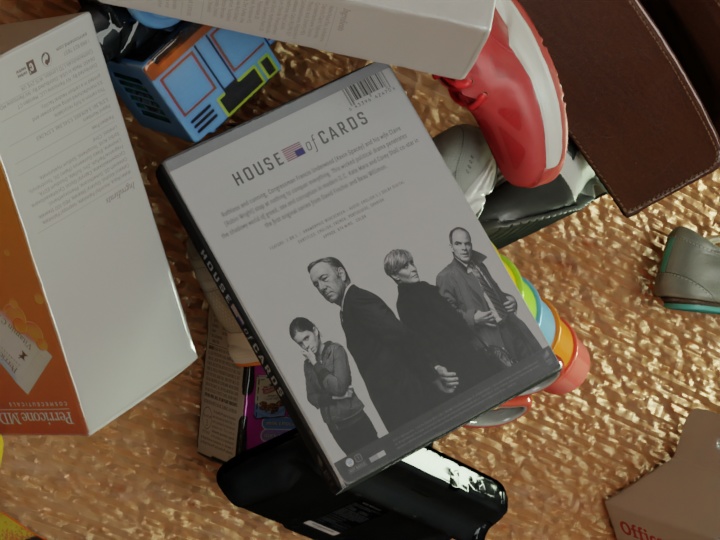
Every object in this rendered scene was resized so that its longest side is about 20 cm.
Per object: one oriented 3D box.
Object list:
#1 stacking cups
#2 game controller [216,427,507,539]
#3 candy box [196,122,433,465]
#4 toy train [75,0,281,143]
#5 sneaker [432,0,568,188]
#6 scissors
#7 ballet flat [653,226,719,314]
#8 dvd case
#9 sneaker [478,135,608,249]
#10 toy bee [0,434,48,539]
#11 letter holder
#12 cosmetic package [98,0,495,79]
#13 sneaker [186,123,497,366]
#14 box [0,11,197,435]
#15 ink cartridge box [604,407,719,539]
[{"bbox_3d":[0.095,0.031,1.471,0.200,0.060,0.061,32,78,-59],"label":"stacking cups"},{"bbox_3d":[0.004,0.130,1.429,0.200,0.104,0.042,31,49,-52],"label":"game controller"},{"bbox_3d":[-0.019,0.017,1.445,0.136,0.061,0.201,4,95,-32],"label":"candy box"},{"bbox_3d":[-0.070,-0.167,1.334,0.200,0.087,0.114,-45,123,-17],"label":"toy train"},{"bbox_3d":[0.032,-0.123,1.334,0.115,0.078,0.201,-27,101,-24],"label":"sneaker"},{"bbox_3d":[0.046,0.070,1.423,0.200,0.073,0.014,3,55,-49],"label":"scissors"},{"bbox_3d":[0.283,0.010,1.628,0.199,0.067,0.064,13,83,-32],"label":"ballet flat"},{"bbox_3d":[0.000,0.000,1.317,0.150,0.025,0.201,-26,82,-24],"label":"dvd case"},{"bbox_3d":[0.108,-0.071,1.495,0.200,0.074,0.089,-29,94,-50],"label":"sneaker"},{"bbox_3d":[-0.217,0.136,1.296,0.131,0.200,0.109,-57,165,29],"label":"toy bee"},{"bbox_3d":[0.171,-0.160,1.446,0.200,0.142,0.101,54,36,-9],"label":"letter holder"},{"bbox_3d":[-0.028,-0.172,1.239,0.199,0.074,0.102,13,71,-5],"label":"cosmetic package"},{"bbox_3d":[-0.009,-0.035,1.368,0.200,0.076,0.092,-39,109,-22],"label":"sneaker"},{"bbox_3d":[-0.186,-0.022,1.285,0.097,0.124,0.201,-36,115,-48],"label":"box"},{"bbox_3d":[0.261,0.198,1.603,0.125,0.128,0.201,-29,110,-25],"label":"ink cartridge box"}]
